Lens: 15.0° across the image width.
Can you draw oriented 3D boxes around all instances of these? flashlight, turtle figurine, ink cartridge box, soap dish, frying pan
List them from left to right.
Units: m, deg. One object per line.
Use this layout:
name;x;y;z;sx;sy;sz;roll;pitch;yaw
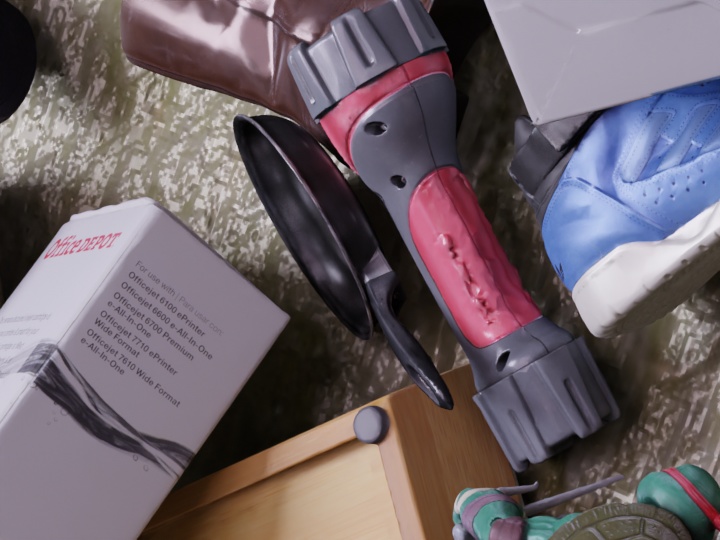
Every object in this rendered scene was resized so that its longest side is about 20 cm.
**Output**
ink cartridge box;-0.137;0.075;1.201;0.200;0.084;0.145;-55;16;-15
soap dish;-0.018;0.145;1.187;0.199;0.081;0.158;-25;68;28
frying pan;-0.008;-0.015;1.175;0.031;0.115;0.190;-31;19;-11
flashlight;0.042;-0.016;1.146;0.068;0.068;0.201;-32;83;28
turtle figurine;0.085;0.136;1.066;0.150;0.101;0.200;42;79;19
ink cartridge box;0.134;-0.142;1.077;0.115;0.200;0.068;-12;115;28

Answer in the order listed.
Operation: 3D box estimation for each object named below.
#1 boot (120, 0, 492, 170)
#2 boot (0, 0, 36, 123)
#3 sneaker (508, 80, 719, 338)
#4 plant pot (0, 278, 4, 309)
boot;-0.016;-0.152;1.254;0.200;0.064;0.187;30;97;39
boot;-0.259;-0.083;1.388;0.200;0.068;0.189;-44;50;21
sneaker;0.143;-0.071;1.091;0.200;0.077;0.112;-40;71;31
plant pot;-0.246;0.050;1.315;0.200;0.200;0.135;-30;93;27
